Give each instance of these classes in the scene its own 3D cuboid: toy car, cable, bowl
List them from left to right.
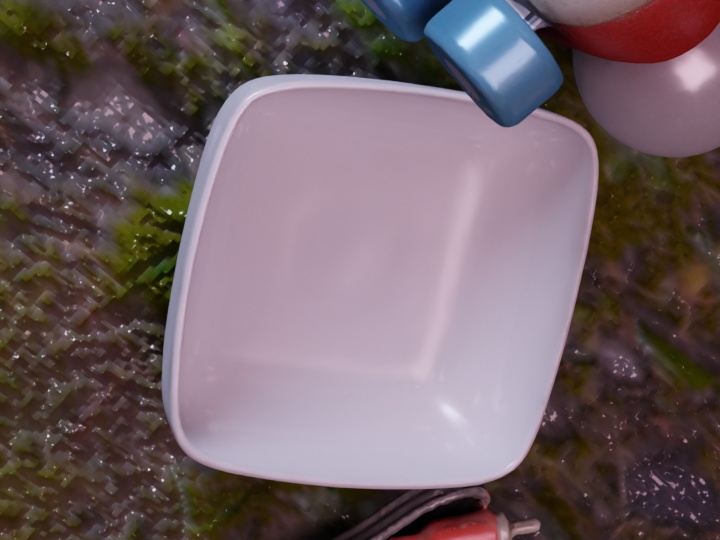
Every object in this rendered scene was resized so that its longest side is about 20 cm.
[{"bbox_3d":[-0.003,0.155,1.393,0.200,0.050,0.097,-12,136,-20],"label":"cable"},{"bbox_3d":[0.000,0.000,1.333,0.200,0.075,0.200,5,106,-24],"label":"bowl"},{"bbox_3d":[0.125,-0.124,1.296,0.184,0.177,0.200,-42,132,-3],"label":"toy car"}]
